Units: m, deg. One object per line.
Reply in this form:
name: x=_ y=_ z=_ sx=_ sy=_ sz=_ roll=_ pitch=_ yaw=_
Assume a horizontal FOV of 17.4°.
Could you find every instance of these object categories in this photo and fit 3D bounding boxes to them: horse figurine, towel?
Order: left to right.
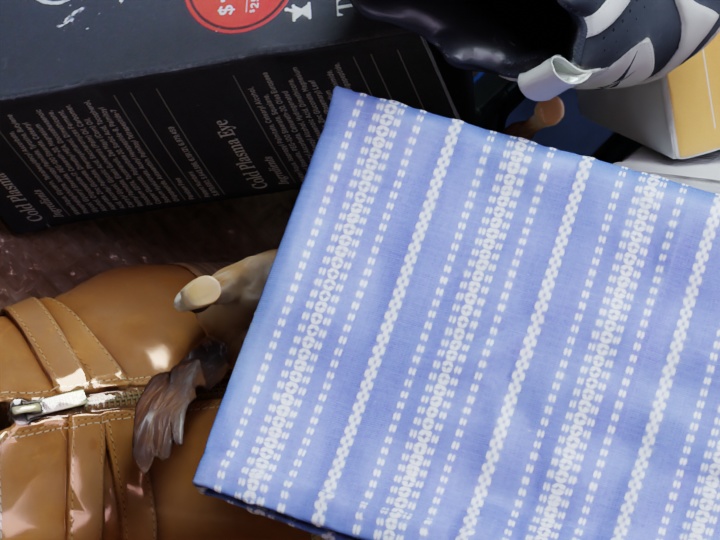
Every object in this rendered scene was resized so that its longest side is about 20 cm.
horse figurine: x=0.000 y=0.000 z=0.806 sx=0.200 sy=0.133 sz=0.050 roll=-30 pitch=86 yaw=-8
towel: x=0.064 y=0.031 z=0.706 sx=0.200 sy=0.024 sz=0.145 roll=16 pitch=69 yaw=9

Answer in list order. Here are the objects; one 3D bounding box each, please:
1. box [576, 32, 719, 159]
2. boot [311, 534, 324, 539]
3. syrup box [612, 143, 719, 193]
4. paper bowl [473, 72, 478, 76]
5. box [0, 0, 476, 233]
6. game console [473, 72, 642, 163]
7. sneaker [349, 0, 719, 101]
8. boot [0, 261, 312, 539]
box: x=0.179 y=-0.132 z=0.873 sx=0.200 sy=0.097 sz=0.124 roll=-17 pitch=108 yaw=-13
boot: x=0.066 y=0.109 z=0.741 sx=0.155 sy=0.073 sz=0.200 roll=15 pitch=17 yaw=-16
syrup box: x=0.135 y=0.054 z=0.877 sx=0.079 sy=0.081 sz=0.200 roll=-33 pitch=128 yaw=-61
paper bowl: x=0.046 y=-0.193 z=1.012 sx=0.201 sy=0.104 sz=0.201 roll=13 pitch=59 yaw=-23
box: x=-0.060 y=-0.133 z=0.866 sx=0.182 sy=0.104 sz=0.200 roll=-9 pitch=64 yaw=12
game console: x=0.113 y=-0.022 z=0.960 sx=0.118 sy=0.171 sz=0.200 roll=29 pitch=50 yaw=20
sneaker: x=0.033 y=-0.139 z=0.749 sx=0.130 sy=0.079 sz=0.199 roll=-34 pitch=100 yaw=-52
boot: x=-0.060 y=0.089 z=0.833 sx=0.155 sy=0.074 sz=0.200 roll=-10 pitch=60 yaw=-34
